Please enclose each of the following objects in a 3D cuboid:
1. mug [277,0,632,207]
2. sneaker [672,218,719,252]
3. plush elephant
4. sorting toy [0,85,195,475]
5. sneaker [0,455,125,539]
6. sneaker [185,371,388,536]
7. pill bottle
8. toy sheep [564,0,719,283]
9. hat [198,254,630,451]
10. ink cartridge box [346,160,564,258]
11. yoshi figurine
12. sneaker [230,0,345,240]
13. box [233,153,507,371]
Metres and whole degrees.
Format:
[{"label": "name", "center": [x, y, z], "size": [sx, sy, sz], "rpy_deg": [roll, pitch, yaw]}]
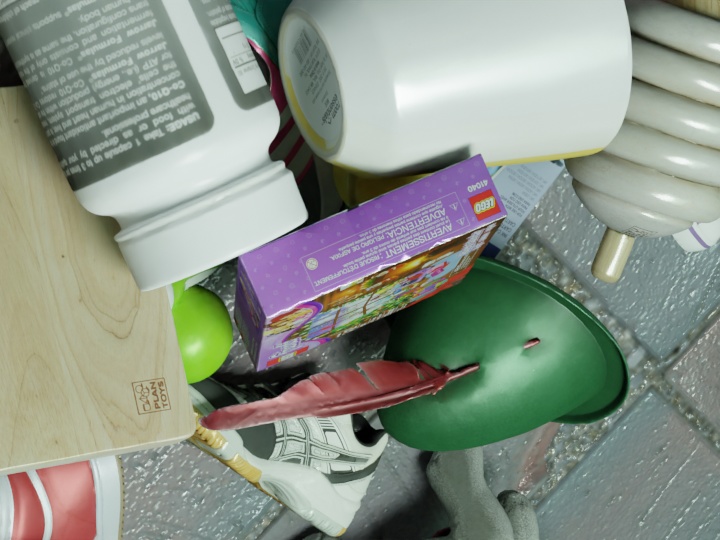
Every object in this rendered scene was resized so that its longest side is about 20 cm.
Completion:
[{"label": "mug", "center": [0.043, -0.100, 1.156], "size": [0.153, 0.149, 0.187], "rpy_deg": [-17, 119, -22]}, {"label": "sneaker", "center": [0.237, -0.101, 1.374], "size": [0.114, 0.073, 0.201], "rpy_deg": [-5, 123, 16]}, {"label": "plush elephant", "center": [0.073, 0.241, 1.497], "size": [0.165, 0.200, 0.155], "rpy_deg": [-40, 153, -15]}, {"label": "sorting toy", "center": [-0.209, 0.012, 1.130], "size": [0.199, 0.200, 0.070], "rpy_deg": [-8, 169, -26]}, {"label": "sneaker", "center": [-0.203, 0.192, 1.323], "size": [0.112, 0.071, 0.200], "rpy_deg": [-16, 120, -30]}, {"label": "sneaker", "center": [-0.056, 0.093, 1.368], "size": [0.088, 0.076, 0.200], "rpy_deg": [-57, 140, -5]}, {"label": "pill bottle", "center": [-0.111, -0.098, 1.097], "size": [0.114, 0.114, 0.200], "rpy_deg": [-26, 96, -18]}, {"label": "toy sheep", "center": [0.171, -0.089, 1.227], "size": [0.138, 0.138, 0.200], "rpy_deg": [6, 104, -37]}, {"label": "hat", "center": [0.042, 0.100, 1.328], "size": [0.176, 0.200, 0.166], "rpy_deg": [-59, 154, -31]}, {"label": "ink cartridge box", "center": [0.072, -0.076, 1.353], "size": [0.119, 0.042, 0.200], "rpy_deg": [31, 101, -43]}, {"label": "yoshi figurine", "center": [-0.152, 0.053, 1.248], "size": [0.200, 0.112, 0.112], "rpy_deg": [-34, 149, -14]}, {"label": "sneaker", "center": [-0.075, -0.072, 1.219], "size": [0.121, 0.084, 0.200], "rpy_deg": [-20, 122, -29]}, {"label": "box", "center": [0.000, 0.000, 1.187], "size": [0.137, 0.039, 0.200], "rpy_deg": [-23, 172, -8]}]
